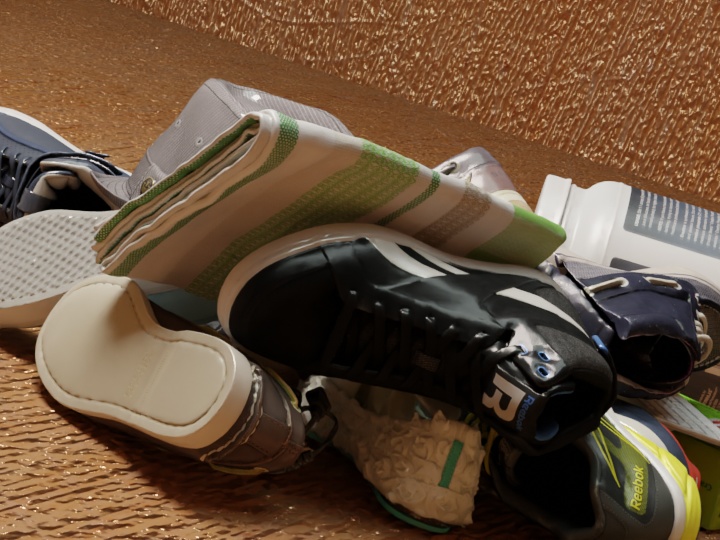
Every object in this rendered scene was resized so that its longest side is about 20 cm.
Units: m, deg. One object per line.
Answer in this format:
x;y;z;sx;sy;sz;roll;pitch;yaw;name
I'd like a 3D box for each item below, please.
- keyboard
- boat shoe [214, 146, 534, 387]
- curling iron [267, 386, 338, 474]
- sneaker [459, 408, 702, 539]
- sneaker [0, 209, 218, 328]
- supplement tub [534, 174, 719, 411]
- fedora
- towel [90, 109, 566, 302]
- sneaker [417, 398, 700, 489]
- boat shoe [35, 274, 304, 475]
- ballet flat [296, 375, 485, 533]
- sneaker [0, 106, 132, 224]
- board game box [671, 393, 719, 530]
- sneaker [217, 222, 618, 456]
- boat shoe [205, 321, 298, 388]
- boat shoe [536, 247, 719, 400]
0.168;0.069;1.409;0.056;0.011;0.200;14;10;-14;keyboard
0.000;0.000;1.308;0.072;0.200;0.065;45;17;-58;boat shoe
-0.070;0.065;1.247;0.049;0.026;0.200;-33;25;-18;curling iron
0.089;0.079;1.221;0.200;0.075;0.084;37;16;37;sneaker
-0.133;0.014;1.291;0.199;0.074;0.082;-6;-43;32;sneaker
0.209;0.019;1.668;0.199;0.141;0.140;17;9;3;supplement tub
-0.065;-0.061;1.419;0.176;0.091;0.200;16;11;-23;fedora
-0.015;-0.011;1.182;0.200;0.031;0.149;20;-36;-36;towel
0.103;0.088;1.319;0.200;0.075;0.084;33;9;37;sneaker
-0.097;0.054;1.169;0.059;0.072;0.200;35;-9;-33;boat shoe
0.019;0.077;1.238;0.072;0.072;0.200;13;9;-23;ballet flat
-0.229;-0.059;1.561;0.202;0.077;0.146;19;7;8;sneaker
0.162;0.096;1.425;0.200;0.048;0.101;24;12;38;board game box
0.039;0.037;1.131;0.199;0.073;0.112;4;27;-30;sneaker
-0.066;0.029;1.365;0.201;0.065;0.074;17;10;-3;boat shoe
0.170;0.043;1.350;0.200;0.075;0.093;9;23;-44;boat shoe
